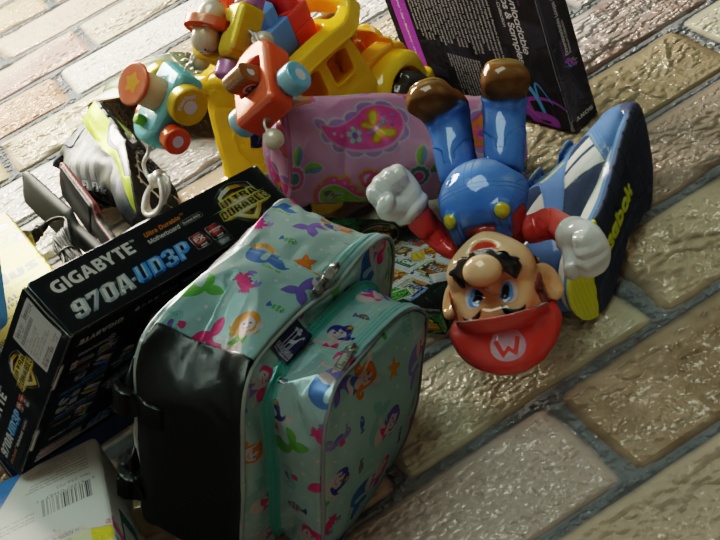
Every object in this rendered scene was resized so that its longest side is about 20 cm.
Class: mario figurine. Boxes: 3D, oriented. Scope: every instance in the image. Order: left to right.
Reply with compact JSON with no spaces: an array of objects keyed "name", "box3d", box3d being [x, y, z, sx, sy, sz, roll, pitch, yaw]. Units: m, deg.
[{"name":"mario figurine","box3d":[0.078,-0.035,0.866,0.123,0.106,0.201,-32,60,52]}]

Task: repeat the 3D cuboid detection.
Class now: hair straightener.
[{"name":"hair straightener","box3d":[-0.244,-0.021,1.173,0.077,0.041,0.200,-16,47,-29]}]

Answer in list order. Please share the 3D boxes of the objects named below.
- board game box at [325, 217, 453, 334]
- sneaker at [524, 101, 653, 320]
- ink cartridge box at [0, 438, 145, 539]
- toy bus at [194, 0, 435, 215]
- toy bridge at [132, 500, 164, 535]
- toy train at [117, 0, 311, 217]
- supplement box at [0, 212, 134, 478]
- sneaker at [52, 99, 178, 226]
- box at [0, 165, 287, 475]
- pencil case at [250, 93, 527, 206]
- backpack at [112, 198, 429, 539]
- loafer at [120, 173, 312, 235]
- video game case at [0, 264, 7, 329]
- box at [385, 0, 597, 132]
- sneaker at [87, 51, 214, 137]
[{"name":"board game box","box3d":[0.000,0.000,1.043,0.199,0.024,0.105,4,44,36]},{"name":"sneaker","box3d":[0.149,-0.049,0.972,0.082,0.074,0.200,-1,39,34]},{"name":"ink cartridge box","box3d":[-0.186,0.204,0.842,0.116,0.067,0.200,-26,33,-2]},{"name":"toy bus","box3d":[-0.044,-0.167,1.145,0.135,0.193,0.200,3,37,37]},{"name":"toy bridge","box3d":[-0.122,0.102,0.971,0.067,0.027,0.200,-12,31,1]},{"name":"toy train","box3d":[-0.121,-0.129,1.021,0.200,0.055,0.151,-31,50,39]},{"name":"supplement box","box3d":[-0.261,0.056,1.053,0.109,0.110,0.200,-34,34,-14]},{"name":"sneaker","box3d":[-0.226,-0.080,1.269,0.081,0.074,0.200,-45,34,4]},{"name":"box","box3d":[-0.144,0.031,0.907,0.046,0.159,0.200,45,47,13]},{"name":"pencil case","box3d":[0.023,-0.088,1.035,0.199,0.088,0.088,-5,30,-17]},{"name":"backpack","box3d":[-0.042,0.061,0.854,0.150,0.178,0.200,16,41,15]},{"name":"loafer","box3d":[-0.127,-0.009,1.063,0.199,0.072,0.063,-28,30,3]},{"name":"video game case","box3d":[-0.331,0.055,0.999,0.200,0.018,0.143,-41,38,12]},{"name":"box","box3d":[0.098,-0.198,1.144,0.036,0.143,0.200,-38,36,-21]},{"name":"sneaker","box3d":[-0.174,-0.181,1.358,0.200,0.067,0.090,2,47,39]}]
